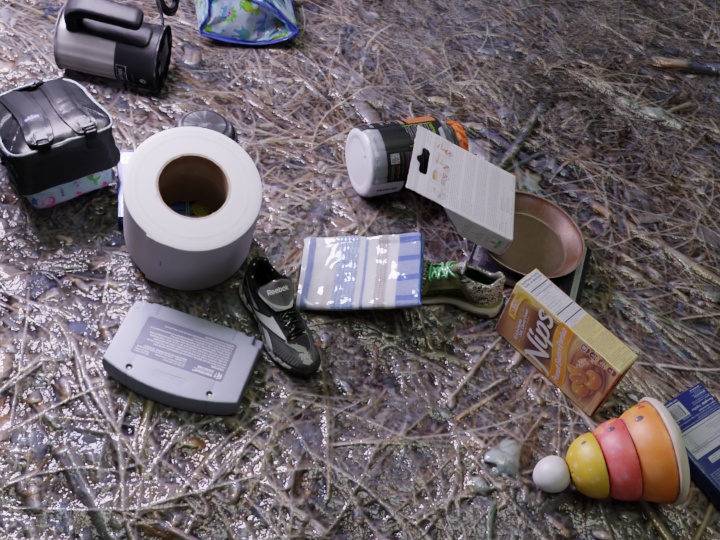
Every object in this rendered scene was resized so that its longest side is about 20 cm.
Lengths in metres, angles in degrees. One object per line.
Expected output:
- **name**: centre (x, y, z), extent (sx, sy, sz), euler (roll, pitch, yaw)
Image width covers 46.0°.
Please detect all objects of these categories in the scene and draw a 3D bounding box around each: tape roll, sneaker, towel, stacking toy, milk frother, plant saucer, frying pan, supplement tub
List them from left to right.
- **milk frother**: centre (-0.431, -0.453, 1.529), extent (0.185, 0.182, 0.202), euler (12, 51, -4)
- **tape roll**: centre (-0.251, -0.090, 1.260), extent (0.199, 0.140, 0.206), euler (6, 64, -13)
- **frying pan**: centre (-0.276, -0.220, 1.475), extent (0.113, 0.031, 0.192), euler (7, 46, -6)
- **sneaker**: centre (-0.118, 0.059, 1.230), extent (0.066, 0.091, 0.201), euler (-19, 57, -26)
- **towel**: centre (0.000, 0.000, 1.317), extent (0.196, 0.024, 0.149), euler (-1, 49, 9)
- **supplement tub**: centre (0.082, -0.202, 1.482), extent (0.197, 0.124, 0.124), euler (-10, 53, -22)
- **sneaker**: centre (0.141, 0.007, 1.340), extent (0.196, 0.089, 0.078), euler (12, 48, -3)
- **plant saucer**: centre (0.282, -0.053, 1.441), extent (0.196, 0.037, 0.203), euler (7, 47, -7)
- **stacking toy**: centre (0.333, 0.265, 1.160), extent (0.196, 0.147, 0.148), euler (-12, 52, -3)

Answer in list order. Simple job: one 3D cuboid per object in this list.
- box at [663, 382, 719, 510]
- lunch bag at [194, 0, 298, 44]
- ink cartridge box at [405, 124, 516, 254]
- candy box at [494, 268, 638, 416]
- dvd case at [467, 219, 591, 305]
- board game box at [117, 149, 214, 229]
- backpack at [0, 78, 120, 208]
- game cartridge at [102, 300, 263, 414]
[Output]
- **box**: centre (0.528, 0.270, 1.248), extent (0.120, 0.033, 0.201), euler (-20, 56, -27)
- **lunch bag**: centre (-0.226, -0.543, 1.706), extent (0.197, 0.128, 0.172), euler (8, 45, -24)
- **ink cartridge box**: centre (0.162, -0.133, 1.396), extent (0.197, 0.050, 0.163), euler (24, 47, -11)
- **candy box**: centre (0.304, 0.108, 1.276), extent (0.055, 0.116, 0.200), euler (-31, 63, -35)
- **dvd case**: centre (0.290, -0.020, 1.450), extent (0.197, 0.016, 0.150), euler (21, 47, 6)
- **board game box**: centre (-0.293, -0.132, 1.376), extent (0.196, 0.035, 0.137), euler (-1, 58, -15)
- **backpack**: centre (-0.482, -0.207, 1.325), extent (0.176, 0.152, 0.200), euler (-25, 54, -26)
- **game cartridge**: centre (-0.248, 0.124, 1.180), extent (0.197, 0.041, 0.134), euler (18, 45, 2)
